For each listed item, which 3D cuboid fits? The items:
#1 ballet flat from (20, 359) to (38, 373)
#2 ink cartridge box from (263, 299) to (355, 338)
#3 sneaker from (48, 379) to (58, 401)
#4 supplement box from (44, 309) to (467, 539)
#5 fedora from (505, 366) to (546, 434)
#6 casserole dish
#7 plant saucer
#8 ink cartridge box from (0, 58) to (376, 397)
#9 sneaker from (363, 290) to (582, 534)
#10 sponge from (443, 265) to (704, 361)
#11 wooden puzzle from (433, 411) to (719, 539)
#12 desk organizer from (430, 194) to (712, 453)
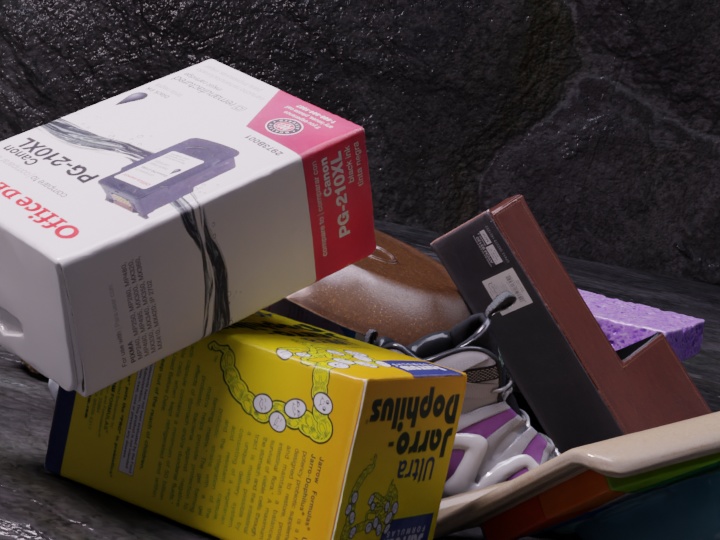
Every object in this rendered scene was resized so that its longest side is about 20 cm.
[{"bbox_3d":[-0.168,0.052,1.455,0.200,0.071,0.065,-1,55,-39],"label":"ballet flat"},{"bbox_3d":[-0.079,0.047,1.392,0.068,0.116,0.200,16,7,27],"label":"ink cartridge box"},{"bbox_3d":[-0.146,0.016,1.262,0.073,0.200,0.071,-7,62,-40],"label":"sneaker"},{"bbox_3d":[-0.060,0.084,1.116,0.200,0.110,0.109,16,8,32],"label":"supplement box"},{"bbox_3d":[0.117,0.096,1.451,0.200,0.092,0.201,9,9,-1],"label":"fedora"},{"bbox_3d":[0.216,0.148,1.194,0.121,0.039,0.200,-30,-21,38],"label":"casserole dish"},{"bbox_3d":[0.000,0.000,1.359,0.200,0.037,0.200,23,11,-5],"label":"plant saucer"},{"bbox_3d":[-0.114,-0.030,1.093,0.200,0.085,0.145,-26,36,-32],"label":"ink cartridge box"},{"bbox_3d":[0.088,0.083,1.259,0.199,0.140,0.078,12,5,-21],"label":"sneaker"},{"bbox_3d":[0.147,0.031,1.486,0.199,0.030,0.111,14,9,24],"label":"sponge"},{"bbox_3d":[0.152,0.116,1.141,0.185,0.037,0.200,-11,-10,-31],"label":"wooden puzzle"},{"bbox_3d":[0.141,0.041,1.325,0.077,0.200,0.072,-33,1,-35],"label":"desk organizer"}]
